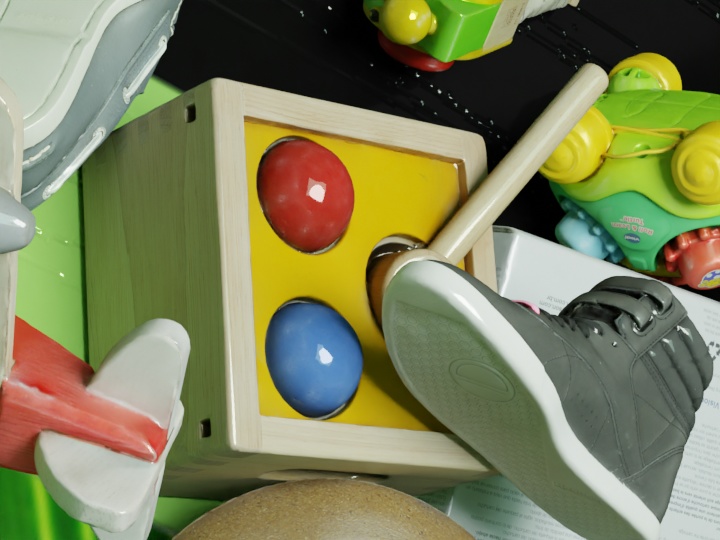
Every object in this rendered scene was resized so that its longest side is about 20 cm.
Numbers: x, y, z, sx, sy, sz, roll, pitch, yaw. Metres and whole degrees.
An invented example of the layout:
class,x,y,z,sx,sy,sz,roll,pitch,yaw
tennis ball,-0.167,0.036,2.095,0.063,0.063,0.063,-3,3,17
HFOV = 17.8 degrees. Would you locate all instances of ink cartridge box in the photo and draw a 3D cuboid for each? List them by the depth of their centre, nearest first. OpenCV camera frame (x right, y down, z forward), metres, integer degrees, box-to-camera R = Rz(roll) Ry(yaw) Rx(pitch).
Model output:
class,x,y,z,sx,sy,sz,roll,pitch,yaw
ink cartridge box,0.113,0.099,1.134,0.196,0.043,0.201,19,84,-36

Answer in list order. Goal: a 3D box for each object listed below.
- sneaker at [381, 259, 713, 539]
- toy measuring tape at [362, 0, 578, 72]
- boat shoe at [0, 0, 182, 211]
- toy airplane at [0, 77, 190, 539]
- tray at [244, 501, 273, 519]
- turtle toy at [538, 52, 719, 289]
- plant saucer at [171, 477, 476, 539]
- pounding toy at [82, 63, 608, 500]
class,x,y,z,sx,sy,sz,roll,pitch,yaw
sneaker,0.082,0.030,0.973,0.200,0.070,0.100,46,60,-39
toy measuring tape,0.053,-0.146,1.170,0.200,0.073,0.074,-29,96,-59
boat shoe,-0.122,-0.101,1.008,0.062,0.072,0.200,90,21,-43
toy airplane,-0.161,0.045,0.818,0.141,0.199,0.201,-32,99,-53
tray,0.009,0.174,1.027,0.199,0.022,0.108,21,86,-35
turtle toy,0.180,-0.040,1.168,0.146,0.199,0.102,-34,130,-56
plant saucer,-0.011,0.188,0.952,0.199,0.035,0.201,1,87,-15
pounding toy,0.000,0.000,1.011,0.199,0.142,0.185,8,71,-39
